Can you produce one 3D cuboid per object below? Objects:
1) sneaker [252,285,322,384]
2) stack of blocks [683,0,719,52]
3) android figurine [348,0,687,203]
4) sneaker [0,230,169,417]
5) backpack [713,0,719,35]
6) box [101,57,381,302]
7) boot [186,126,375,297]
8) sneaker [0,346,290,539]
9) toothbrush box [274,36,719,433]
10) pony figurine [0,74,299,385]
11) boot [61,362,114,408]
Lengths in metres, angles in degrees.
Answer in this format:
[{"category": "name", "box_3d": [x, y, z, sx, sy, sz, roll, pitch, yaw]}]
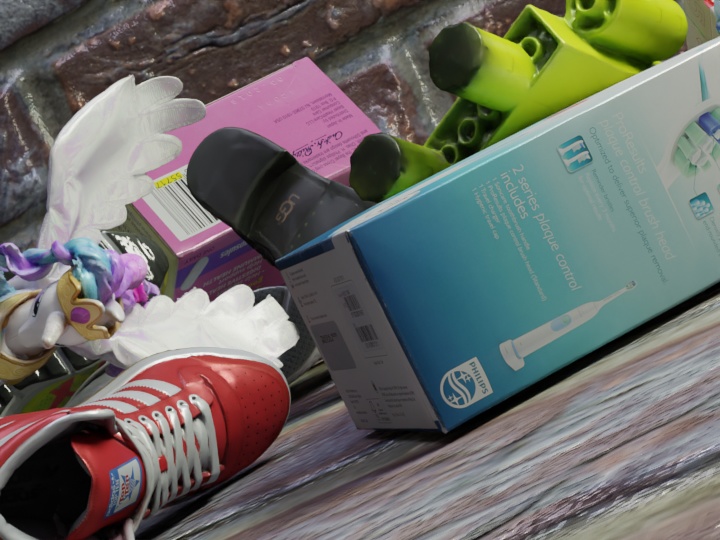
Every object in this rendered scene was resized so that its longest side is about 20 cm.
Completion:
[{"category": "sneaker", "box_3d": [-0.100, 0.075, 1.198, 0.199, 0.071, 0.080, -24, -13, 13]}, {"category": "stack of blocks", "box_3d": [0.221, -0.143, 0.971, 0.114, 0.059, 0.201, -26, -35, -6]}, {"category": "android figurine", "box_3d": [0.086, -0.054, 0.920, 0.199, 0.041, 0.183, 10, -57, -48]}, {"category": "sneaker", "box_3d": [-0.189, 0.051, 1.155, 0.200, 0.078, 0.090, -39, -15, 5]}, {"category": "backpack", "box_3d": [0.248, -0.125, 0.834, 0.200, 0.154, 0.163, -40, 16, 6]}, {"category": "box", "box_3d": [-0.086, -0.011, 1.307, 0.175, 0.097, 0.201, -28, -29, -30]}, {"category": "boot", "box_3d": [0.000, 0.000, 1.119, 0.069, 0.200, 0.174, -48, -31, 2]}, {"category": "sneaker", "box_3d": [-0.094, 0.080, 0.852, 0.199, 0.072, 0.112, -15, 8, -34]}, {"category": "toothbrush box", "box_3d": [0.081, -0.016, 0.794, 0.199, 0.086, 0.146, -26, 2, -13]}, {"category": "pony figurine", "box_3d": [-0.145, 0.017, 0.985, 0.199, 0.167, 0.193, -24, 9, 40]}, {"category": "boot", "box_3d": [-0.179, 0.114, 1.025, 0.182, 0.073, 0.200, -41, -8, 14]}]
